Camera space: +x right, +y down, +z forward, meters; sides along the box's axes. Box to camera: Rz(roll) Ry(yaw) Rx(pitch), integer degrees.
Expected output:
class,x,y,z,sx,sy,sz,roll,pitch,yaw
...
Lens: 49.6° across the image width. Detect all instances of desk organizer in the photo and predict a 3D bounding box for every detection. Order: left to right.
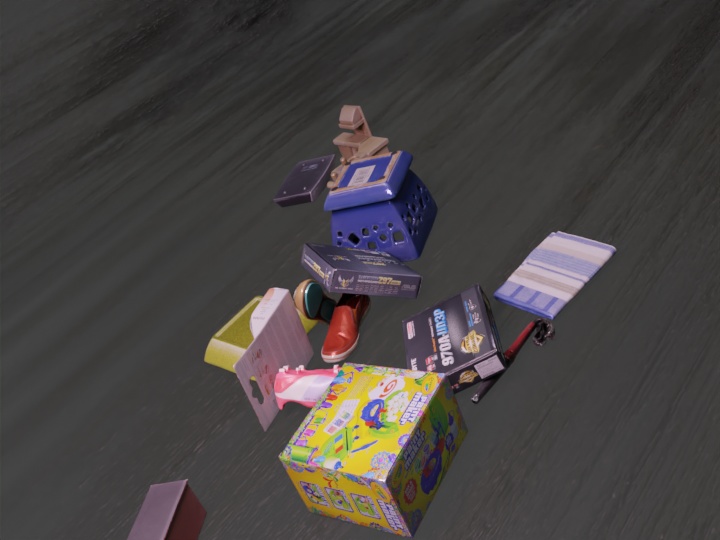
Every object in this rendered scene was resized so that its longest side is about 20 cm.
class,x,y,z,sx,sy,sz,roll,pitch,yaw
desk organizer,-0.302,0.422,1.168,0.071,0.078,0.201,-13,32,18

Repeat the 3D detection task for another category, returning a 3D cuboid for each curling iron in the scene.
class,x,y,z,sx,sy,sz,roll,pitch,yaw
curling iron,0.245,0.142,1.256,0.199,0.026,0.049,-39,30,-22

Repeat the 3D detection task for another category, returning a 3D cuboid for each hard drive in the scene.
class,x,y,z,sx,sy,sz,roll,pitch,yaw
hard drive,-0.147,-0.244,2.138,0.133,0.043,0.201,-9,34,27

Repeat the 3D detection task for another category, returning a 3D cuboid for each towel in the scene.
class,x,y,z,sx,sy,sz,roll,pitch,yaw
towel,0.348,0.006,1.399,0.200,0.024,0.146,-42,36,-23

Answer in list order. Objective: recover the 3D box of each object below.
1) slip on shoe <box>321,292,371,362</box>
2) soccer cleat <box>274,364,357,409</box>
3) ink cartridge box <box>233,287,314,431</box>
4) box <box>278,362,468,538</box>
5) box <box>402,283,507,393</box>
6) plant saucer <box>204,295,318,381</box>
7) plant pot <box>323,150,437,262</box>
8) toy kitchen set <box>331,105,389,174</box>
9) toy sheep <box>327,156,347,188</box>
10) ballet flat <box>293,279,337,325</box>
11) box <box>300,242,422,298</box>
class,x,y,z,sx,sy,sz,roll,pitch,yaw
slip on shoe,-0.032,0.099,1.494,0.073,0.062,0.201,-6,36,26
soccer cleat,-0.055,0.206,1.355,0.196,0.078,0.067,0,5,11
ink cartridge box,-0.164,0.158,1.398,0.049,0.164,0.201,4,40,30
box,0.023,0.255,1.146,0.190,0.123,0.201,1,38,37
box,0.153,0.123,1.311,0.157,0.046,0.201,-27,28,15
plant saucer,-0.209,0.123,1.601,0.198,0.048,0.200,10,44,45
plant pot,0.037,-0.138,1.697,0.197,0.182,0.201,-8,33,25
toy kitchen set,-0.047,-0.317,2.057,0.180,0.165,0.199,-39,32,-24
toy sheep,-0.001,-0.201,1.872,0.198,0.139,0.138,16,48,37
ballet flat,-0.096,0.063,1.485,0.062,0.200,0.070,14,75,20
box,0.000,0.000,1.531,0.197,0.052,0.158,5,18,-28
